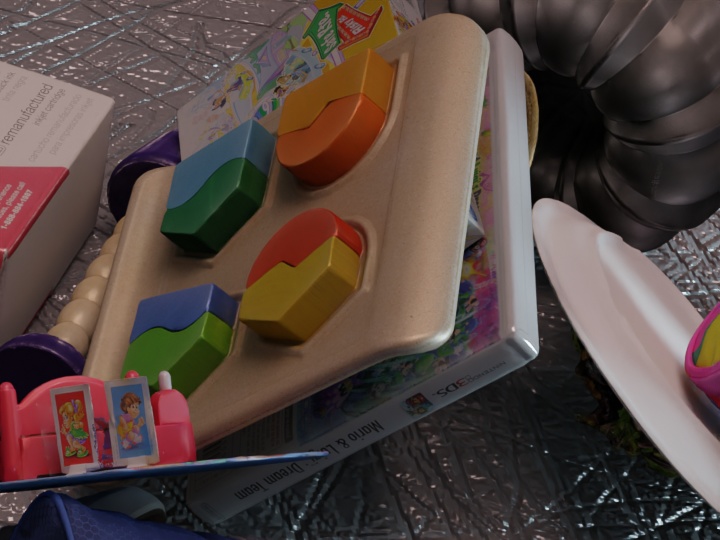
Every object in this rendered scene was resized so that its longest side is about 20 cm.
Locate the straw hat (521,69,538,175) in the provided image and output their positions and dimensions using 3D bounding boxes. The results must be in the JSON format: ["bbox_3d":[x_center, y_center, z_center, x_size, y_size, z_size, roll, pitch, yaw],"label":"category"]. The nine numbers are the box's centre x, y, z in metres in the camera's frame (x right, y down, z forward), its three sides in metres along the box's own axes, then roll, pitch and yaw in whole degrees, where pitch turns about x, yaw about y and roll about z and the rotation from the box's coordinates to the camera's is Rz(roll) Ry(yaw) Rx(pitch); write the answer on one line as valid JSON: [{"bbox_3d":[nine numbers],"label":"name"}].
[{"bbox_3d":[0.032,-0.001,1.008,0.085,0.201,0.202,41,24,-33],"label":"straw hat"}]

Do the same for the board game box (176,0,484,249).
[{"bbox_3d":[-0.020,-0.048,0.964,0.034,0.134,0.201,42,21,-33],"label":"board game box"}]

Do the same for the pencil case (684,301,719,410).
[{"bbox_3d":[0.236,0.082,0.930,0.200,0.088,0.089,44,38,-10],"label":"pencil case"}]

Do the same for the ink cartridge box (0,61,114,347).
[{"bbox_3d":[-0.238,-0.046,0.997,0.199,0.083,0.147,18,38,5],"label":"ink cartridge box"}]

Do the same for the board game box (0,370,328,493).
[{"bbox_3d":[-0.111,0.062,0.788,0.199,0.039,0.158,-8,-6,22],"label":"board game box"}]

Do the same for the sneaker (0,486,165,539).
[{"bbox_3d":[-0.166,0.124,0.814,0.085,0.073,0.199,39,45,25],"label":"sneaker"}]

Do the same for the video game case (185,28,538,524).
[{"bbox_3d":[0.000,0.000,0.945,0.024,0.181,0.201,42,32,-32],"label":"video game case"}]

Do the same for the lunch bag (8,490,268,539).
[{"bbox_3d":[-0.058,0.186,0.706,0.132,0.136,0.201,14,36,-29],"label":"lunch bag"}]

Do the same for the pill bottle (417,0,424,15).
[{"bbox_3d":[0.078,-0.182,1.245,0.114,0.115,0.199,36,43,26],"label":"pill bottle"}]

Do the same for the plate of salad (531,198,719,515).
[{"bbox_3d":[0.137,0.052,0.972,0.200,0.048,0.200,45,20,-22],"label":"plate of salad"}]

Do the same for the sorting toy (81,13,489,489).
[{"bbox_3d":[-0.040,-0.013,0.885,0.036,0.199,0.186,42,40,-33],"label":"sorting toy"}]

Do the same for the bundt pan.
[{"bbox_3d":[0.109,-0.088,1.052,0.201,0.203,0.076,27,49,16],"label":"bundt pan"}]

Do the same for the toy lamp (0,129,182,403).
[{"bbox_3d":[-0.117,-0.002,1.006,0.058,0.058,0.200,18,41,6],"label":"toy lamp"}]
